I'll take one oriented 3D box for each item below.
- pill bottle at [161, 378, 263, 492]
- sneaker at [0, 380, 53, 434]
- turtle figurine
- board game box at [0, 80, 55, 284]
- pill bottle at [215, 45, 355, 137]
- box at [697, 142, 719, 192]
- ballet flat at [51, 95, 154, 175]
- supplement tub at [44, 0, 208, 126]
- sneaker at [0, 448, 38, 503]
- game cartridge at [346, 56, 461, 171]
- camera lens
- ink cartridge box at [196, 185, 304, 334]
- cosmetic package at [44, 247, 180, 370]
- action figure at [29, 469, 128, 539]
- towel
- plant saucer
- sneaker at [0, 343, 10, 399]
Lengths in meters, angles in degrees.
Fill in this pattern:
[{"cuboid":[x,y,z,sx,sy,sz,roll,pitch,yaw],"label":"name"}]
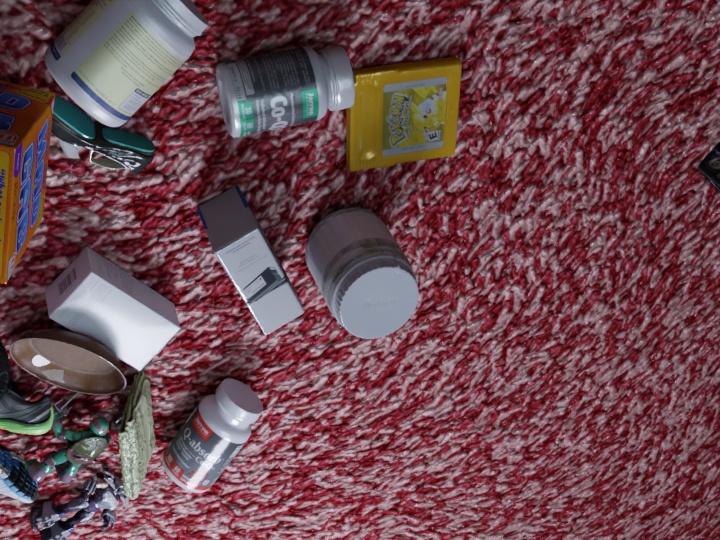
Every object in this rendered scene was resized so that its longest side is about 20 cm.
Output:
[{"cuboid":[-0.276,0.308,1.803,0.115,0.116,0.201,27,109,-35],"label":"pill bottle"},{"cuboid":[-0.623,0.227,1.636,0.197,0.077,0.085,13,83,-23],"label":"sneaker"},{"cuboid":[-0.502,0.302,1.717,0.200,0.101,0.149,-44,128,17],"label":"turtle figurine"},{"cuboid":[-0.543,-0.135,1.296,0.196,0.201,0.203,12,119,-9],"label":"board game box"},{"cuboid":[-0.115,-0.279,1.471,0.197,0.114,0.115,-15,127,-13],"label":"pill bottle"},{"cuboid":[0.807,-0.223,1.929,0.163,0.086,0.201,30,107,-36],"label":"box"},{"cuboid":[-0.404,-0.193,1.438,0.198,0.069,0.069,24,120,-34],"label":"ballet flat"},{"cuboid":[-0.323,-0.317,1.335,0.200,0.146,0.145,-42,128,8],"label":"supplement tub"},{"cuboid":[-0.664,0.359,1.707,0.086,0.075,0.200,-34,123,13],"label":"sneaker"},{"cuboid":[0.072,-0.262,1.618,0.196,0.033,0.179,-12,126,-17],"label":"game cartridge"},{"cuboid":[0.000,0.000,1.657,0.157,0.201,0.162,-11,127,-16],"label":"camera lens"},{"cuboid":[-0.182,-0.016,1.602,0.083,0.145,0.202,-28,130,-3],"label":"ink cartridge box"},{"cuboid":[-0.411,0.067,1.603,0.113,0.081,0.200,-42,130,9],"label":"cosmetic package"},{"cuboid":[-0.522,0.453,1.828,0.197,0.069,0.132,-26,124,-9],"label":"action figure"},{"cuboid":[-0.398,0.297,1.716,0.036,0.150,0.203,6,127,-2],"label":"towel"},{"cuboid":[-0.483,0.148,1.603,0.196,0.037,0.202,10,149,6],"label":"plant saucer"},{"cuboid":[-0.636,0.209,1.560,0.089,0.203,0.076,13,158,3],"label":"sneaker"}]
